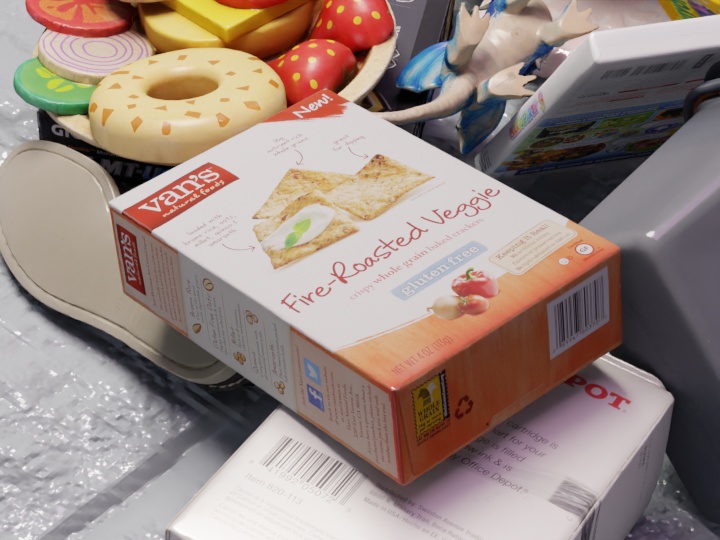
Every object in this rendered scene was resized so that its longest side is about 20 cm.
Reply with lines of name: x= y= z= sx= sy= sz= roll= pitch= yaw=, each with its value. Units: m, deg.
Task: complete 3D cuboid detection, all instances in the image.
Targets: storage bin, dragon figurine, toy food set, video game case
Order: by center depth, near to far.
storage bin: x=0.184 y=0.017 z=1.023 sx=0.134 sy=0.200 sz=0.145 roll=-35 pitch=13 yaw=-24
video game case: x=0.152 y=-0.089 z=1.132 sx=0.143 sy=0.200 sz=0.018 roll=-9 pitch=78 yaw=-15
toy food set: x=-0.082 y=-0.122 z=1.152 sx=0.200 sy=0.049 sz=0.198 roll=-32 pitch=45 yaw=-27
dragon figurine: x=0.060 y=-0.104 z=1.172 sx=0.059 sy=0.099 sz=0.200 roll=45 pitch=57 yaw=-1

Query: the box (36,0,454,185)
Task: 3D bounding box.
box: x=-0.058 y=-0.117 z=1.235 sx=0.198 sy=0.050 sz=0.200 roll=12 pitch=42 yaw=5

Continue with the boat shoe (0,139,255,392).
boat shoe: x=-0.112 y=0.001 z=1.109 sx=0.200 sy=0.073 sz=0.063 roll=35 pitch=7 yaw=35

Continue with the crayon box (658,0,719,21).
crayon box: x=0.227 y=-0.142 z=1.194 sx=0.200 sy=0.126 sz=0.052 roll=31 pitch=92 yaw=20

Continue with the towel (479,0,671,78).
towel: x=0.185 y=-0.159 z=1.318 sx=0.199 sy=0.032 sz=0.191 roll=17 pitch=44 yaw=13

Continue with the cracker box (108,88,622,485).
cracker box: x=0.000 y=0.000 z=0.986 sx=0.134 sy=0.058 sz=0.200 roll=-31 pitch=42 yaw=-30

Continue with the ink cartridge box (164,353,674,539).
ink cartridge box: x=0.029 y=0.109 z=0.971 sx=0.146 sy=0.083 sz=0.200 roll=25 pitch=46 yaw=21
